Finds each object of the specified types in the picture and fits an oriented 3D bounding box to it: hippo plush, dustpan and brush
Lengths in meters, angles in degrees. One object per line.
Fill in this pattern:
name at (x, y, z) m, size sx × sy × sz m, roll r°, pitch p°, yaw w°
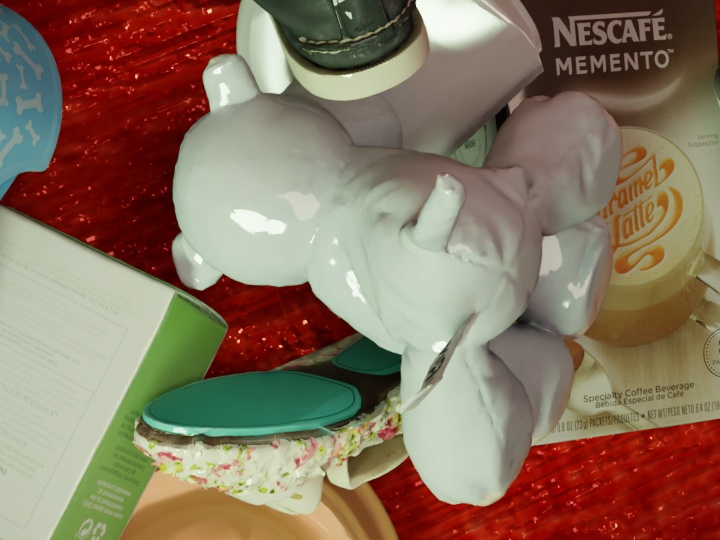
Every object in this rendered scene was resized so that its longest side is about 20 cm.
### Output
hippo plush at (0.000, 0.000, 0.728) m, size 0.159 × 0.200 × 0.161 m, roll 16°, pitch 112°, yaw 24°
dustpan and brush at (-0.024, -0.131, 0.810) m, size 0.200 × 0.057 × 0.139 m, roll 47°, pitch 116°, yaw -5°

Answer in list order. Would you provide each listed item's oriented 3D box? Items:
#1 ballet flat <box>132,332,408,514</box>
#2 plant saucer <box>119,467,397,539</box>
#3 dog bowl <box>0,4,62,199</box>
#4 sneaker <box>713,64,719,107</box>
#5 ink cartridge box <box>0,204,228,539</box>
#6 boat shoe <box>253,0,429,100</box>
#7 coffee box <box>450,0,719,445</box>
ballet flat at (-0.015, 0.070, 0.783) m, size 0.199 × 0.075 × 0.065 m, roll -16°, pitch 116°, yaw -44°
plant saucer at (-0.071, 0.162, 0.819) m, size 0.198 × 0.032 × 0.203 m, roll 0°, pitch 91°, yaw -17°
dog bowl at (-0.198, -0.026, 0.745) m, size 0.110 × 0.050 × 0.202 m, roll 16°, pitch 83°, yaw 20°
sneaker at (0.227, -0.074, 0.867) m, size 0.199 × 0.074 × 0.088 m, roll -25°, pitch 123°, yaw -43°
ink cartridge box at (-0.151, 0.084, 0.762) m, size 0.103 × 0.059 × 0.202 m, roll 24°, pitch 82°, yaw 24°
boat shoe at (-0.035, -0.141, 0.706) m, size 0.074 × 0.200 × 0.067 m, roll -23°, pitch 130°, yaw -5°
coffee box at (0.107, -0.028, 0.848) m, size 0.113 × 0.080 × 0.203 m, roll -7°, pitch 94°, yaw -18°
